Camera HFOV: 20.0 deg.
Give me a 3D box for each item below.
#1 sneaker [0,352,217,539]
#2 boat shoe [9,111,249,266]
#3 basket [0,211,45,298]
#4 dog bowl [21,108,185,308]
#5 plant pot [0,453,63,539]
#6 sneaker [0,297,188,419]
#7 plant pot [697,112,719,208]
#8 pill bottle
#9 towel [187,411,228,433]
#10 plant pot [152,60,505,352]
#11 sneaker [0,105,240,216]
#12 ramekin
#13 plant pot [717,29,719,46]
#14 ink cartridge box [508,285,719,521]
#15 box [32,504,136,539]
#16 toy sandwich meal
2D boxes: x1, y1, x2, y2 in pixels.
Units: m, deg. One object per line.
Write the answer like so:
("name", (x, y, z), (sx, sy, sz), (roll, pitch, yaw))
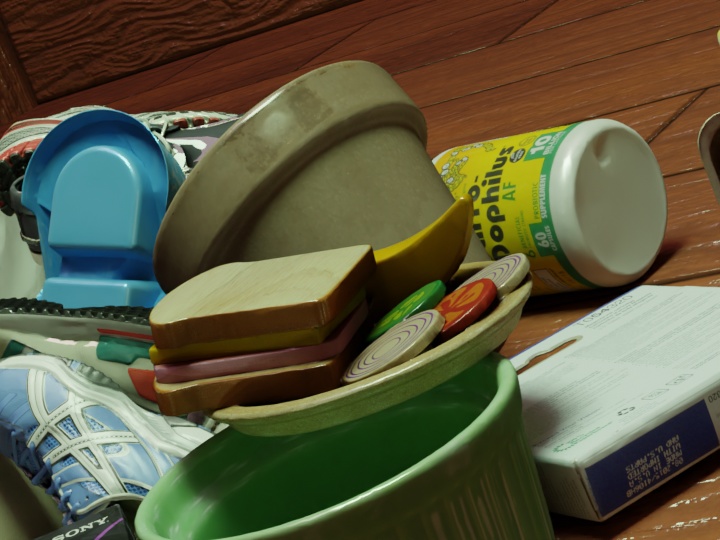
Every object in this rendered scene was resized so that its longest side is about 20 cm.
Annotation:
("sneaker", (-0.157, 0.110, 1.173), (0.198, 0.076, 0.077), (19, 46, 22))
("boat shoe", (-0.145, -0.069, 1.388), (0.198, 0.063, 0.073), (-24, 30, 3))
("basket", (-0.240, 0.030, 1.494), (0.197, 0.162, 0.199), (25, 40, 31))
("dog bowl", (-0.166, -0.001, 1.322), (0.110, 0.202, 0.049), (2, -7, 25))
("plant pot", (-0.293, 0.124, 1.258), (0.186, 0.202, 0.187), (-20, 13, 5))
("sneaker", (-0.189, 0.068, 1.255), (0.198, 0.094, 0.070), (3, 4, 27))
("plant pot", (0.268, -0.007, 0.900), (0.198, 0.202, 0.177), (-20, 2, 7))
("pill bottle", (0.105, -0.037, 1.421), (0.199, 0.114, 0.112), (-7, 20, 46))
("towel", (-0.133, 0.113, 1.302), (0.133, 0.034, 0.200), (-52, 22, -17))
("plant pot", (0.000, 0.000, 1.251), (0.200, 0.175, 0.201), (-37, -24, -19))
("sneaker", (-0.167, -0.090, 1.462), (0.198, 0.078, 0.082), (-3, 33, -8))
("ramekin", (-0.001, 0.126, 0.993), (0.198, 0.098, 0.200), (-21, 14, 5))
("plant pot", (0.351, -0.160, 1.366), (0.188, 0.201, 0.201), (-33, 9, 18))
("ink cartridge box", (0.144, 0.067, 1.111), (0.195, 0.044, 0.200), (-28, 11, -23))
("box", (-0.165, 0.202, 1.003), (0.142, 0.036, 0.200), (-23, 26, -5))
("toy sandwich meal", (-0.010, 0.019, 1.050), (0.203, 0.071, 0.205), (-21, 12, 5))
